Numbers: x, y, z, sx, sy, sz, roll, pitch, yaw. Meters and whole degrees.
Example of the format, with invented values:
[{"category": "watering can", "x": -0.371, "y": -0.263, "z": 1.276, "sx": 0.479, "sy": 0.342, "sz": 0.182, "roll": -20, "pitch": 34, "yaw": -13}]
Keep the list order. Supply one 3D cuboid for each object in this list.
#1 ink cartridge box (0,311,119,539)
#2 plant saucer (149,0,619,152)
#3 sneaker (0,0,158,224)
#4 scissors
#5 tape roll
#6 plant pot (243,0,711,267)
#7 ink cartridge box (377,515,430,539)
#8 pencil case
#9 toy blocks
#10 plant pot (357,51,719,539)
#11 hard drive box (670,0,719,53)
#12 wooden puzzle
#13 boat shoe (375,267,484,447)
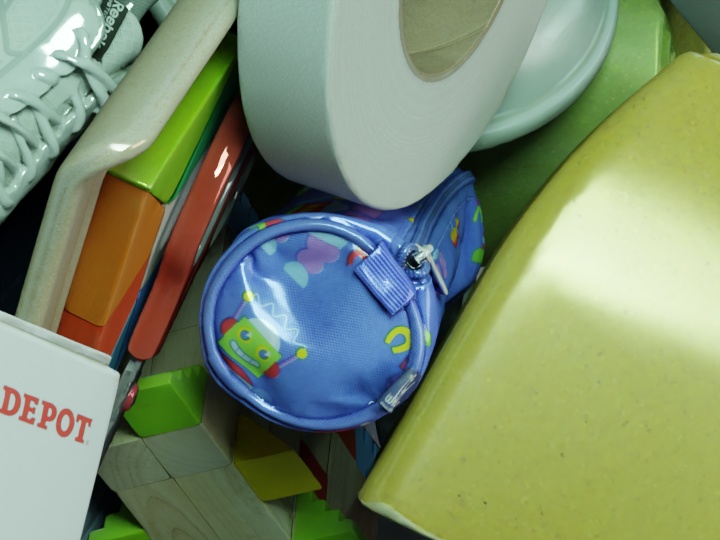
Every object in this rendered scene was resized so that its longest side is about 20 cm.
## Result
[{"category": "ink cartridge box", "x": -0.158, "y": 0.103, "z": 0.822, "sx": 0.146, "sy": 0.084, "sz": 0.201, "roll": 32, "pitch": 69, "yaw": -62}, {"category": "plant saucer", "x": 0.010, "y": -0.136, "z": 1.104, "sx": 0.050, "sy": 0.199, "sz": 0.201, "roll": 109, "pitch": 1, "yaw": -52}, {"category": "sneaker", "x": -0.121, "y": -0.061, "z": 0.947, "sx": 0.075, "sy": 0.081, "sz": 0.200, "roll": 69, "pitch": 33, "yaw": -42}, {"category": "scissors", "x": -0.079, "y": 0.031, "z": 0.971, "sx": 0.201, "sy": 0.014, "sz": 0.073, "roll": -64, "pitch": 180, "yaw": -9}, {"category": "tape roll", "x": 0.022, "y": -0.121, "z": 0.963, "sx": 0.203, "sy": 0.037, "sz": 0.203, "roll": -49, "pitch": 149, "yaw": -43}, {"category": "plant pot", "x": 0.060, "y": -0.078, "z": 1.221, "sx": 0.200, "sy": 0.189, "sz": 0.201, "roll": -1, "pitch": 90, "yaw": -67}, {"category": "ink cartridge box", "x": 0.063, "y": 0.136, "z": 1.279, "sx": 0.200, "sy": 0.146, "sz": 0.083, "roll": -2, "pitch": 89, "yaw": -67}, {"category": "pencil case", "x": 0.000, "y": 0.000, "z": 1.043, "sx": 0.078, "sy": 0.087, "sz": 0.200, "roll": 61, "pitch": 13, "yaw": -6}, {"category": "toy blocks", "x": -0.045, "y": 0.058, "z": 1.121, "sx": 0.137, "sy": 0.100, "sz": 0.200, "roll": -85, "pitch": 153, "yaw": -42}, {"category": "plant pot", "x": 0.129, "y": 0.030, "z": 1.063, "sx": 0.194, "sy": 0.195, "sz": 0.201, "roll": -15, "pitch": 129, "yaw": -88}, {"category": "hard drive box", "x": 0.155, "y": -0.202, "z": 1.130, "sx": 0.200, "sy": 0.156, "sz": 0.077, "roll": 53, "pitch": -17, "yaw": 10}, {"category": "wooden puzzle", "x": -0.074, "y": -0.025, "z": 0.969, "sx": 0.200, "sy": 0.037, "sz": 0.185, "roll": -62, "pitch": 180, "yaw": 43}, {"category": "boat shoe", "x": 0.041, "y": 0.043, "z": 1.263, "sx": 0.200, "sy": 0.060, "sz": 0.076, "roll": -37, "pitch": 103, "yaw": -81}]
